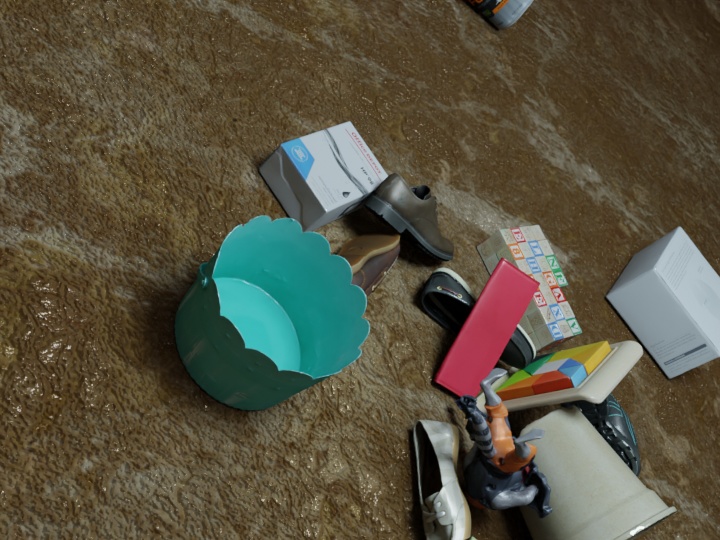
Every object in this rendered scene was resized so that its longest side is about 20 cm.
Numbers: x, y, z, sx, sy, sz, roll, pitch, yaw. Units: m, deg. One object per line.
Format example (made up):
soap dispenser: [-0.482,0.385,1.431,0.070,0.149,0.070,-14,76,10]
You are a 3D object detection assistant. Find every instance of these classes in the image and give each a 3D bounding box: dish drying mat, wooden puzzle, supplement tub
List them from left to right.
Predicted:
dish drying mat: [0.180,0.086,1.189,0.076,0.018,0.201,31,85,-18]
supplement tub: [0.267,-0.620,1.760,0.199,0.122,0.123,36,44,-16]
wooden puzzle: [0.281,0.148,1.194,0.184,0.199,0.038,-28,100,-47]

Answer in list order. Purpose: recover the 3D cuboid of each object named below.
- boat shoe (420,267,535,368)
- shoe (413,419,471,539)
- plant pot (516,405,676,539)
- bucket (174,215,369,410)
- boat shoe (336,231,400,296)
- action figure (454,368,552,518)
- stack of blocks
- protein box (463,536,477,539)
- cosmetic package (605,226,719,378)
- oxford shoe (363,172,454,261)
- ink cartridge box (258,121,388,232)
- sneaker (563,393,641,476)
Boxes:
boat shoe: [0.172,0.083,1.234,0.201,0.074,0.063,40,42,-4]
shoe: [0.094,0.274,1.038,0.053,0.070,0.201,29,39,-25]
plant pot: [0.284,0.294,1.120,0.199,0.201,0.184,-5,54,-43]
bucket: [-0.107,0.054,0.961,0.206,0.135,0.209,22,50,-29]
boat shoe: [0.000,0.000,1.149,0.200,0.070,0.071,-34,124,-57]
action figure: [0.157,0.221,1.059,0.104,0.195,0.200,-16,40,-26]
stack of blocks: [0.288,0.029,1.381,0.114,0.058,0.202,-7,68,-44]
protein box: [0.124,0.444,0.897,0.200,0.135,0.199,41,42,-11]
cosmetic package: [0.598,0.058,1.585,0.201,0.123,0.199,53,42,-1]
oxford shoe: [0.093,-0.077,1.234,0.072,0.085,0.200,33,-3,43]
ink cartridge box: [-0.037,-0.143,1.208,0.199,0.067,0.116,-30,83,-47]
sneaker: [0.384,0.235,1.329,0.079,0.075,0.202,-15,79,-60]
